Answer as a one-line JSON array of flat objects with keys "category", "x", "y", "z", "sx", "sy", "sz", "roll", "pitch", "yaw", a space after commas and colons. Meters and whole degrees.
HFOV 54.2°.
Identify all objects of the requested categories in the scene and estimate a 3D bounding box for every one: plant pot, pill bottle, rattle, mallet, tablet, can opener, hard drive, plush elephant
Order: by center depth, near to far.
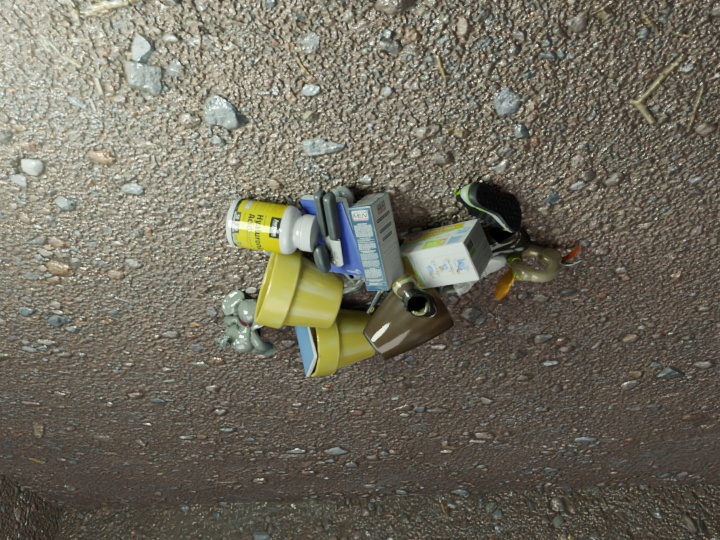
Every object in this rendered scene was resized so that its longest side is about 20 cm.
[{"category": "can opener", "x": -0.077, "y": -0.081, "z": 1.570, "sx": 0.053, "sy": 0.067, "sz": 0.202, "roll": 19, "pitch": 137, "yaw": 29}, {"category": "pill bottle", "x": -0.197, "y": -0.098, "z": 1.607, "sx": 0.197, "sy": 0.113, "sz": 0.112, "roll": 8, "pitch": 147, "yaw": 11}, {"category": "hard drive", "x": -0.056, "y": -0.080, "z": 1.630, "sx": 0.131, "sy": 0.025, "sz": 0.202, "roll": 9, "pitch": 131, "yaw": 40}, {"category": "plant pot", "x": -0.148, "y": 0.058, "z": 1.752, "sx": 0.186, "sy": 0.203, "sz": 0.201, "roll": 18, "pitch": 142, "yaw": -12}, {"category": "rattle", "x": 0.452, "y": 0.010, "z": 1.762, "sx": 0.197, "sy": 0.130, "sz": 0.145, "roll": -9, "pitch": 117, "yaw": -27}, {"category": "mallet", "x": 0.076, "y": 0.027, "z": 1.795, "sx": 0.065, "sy": 0.041, "sz": 0.202, "roll": 13, "pitch": 110, "yaw": -28}, {"category": "plant pot", "x": 0.108, "y": 0.132, "z": 1.822, "sx": 0.199, "sy": 0.187, "sz": 0.188, "roll": -37, "pitch": 143, "yaw": -8}, {"category": "tablet", "x": -0.155, "y": 0.179, "z": 1.958, "sx": 0.013, "sy": 0.202, "sz": 0.131, "roll": -4, "pitch": 148, "yaw": -20}, {"category": "plush elephant", "x": -0.311, "y": 0.141, "z": 1.967, "sx": 0.156, "sy": 0.164, "sz": 0.199, "roll": -57, "pitch": 161, "yaw": 12}, {"category": "plant pot", "x": -0.060, "y": 0.191, "z": 1.990, "sx": 0.186, "sy": 0.203, "sz": 0.202, "roll": -3, "pitch": 148, "yaw": -20}]

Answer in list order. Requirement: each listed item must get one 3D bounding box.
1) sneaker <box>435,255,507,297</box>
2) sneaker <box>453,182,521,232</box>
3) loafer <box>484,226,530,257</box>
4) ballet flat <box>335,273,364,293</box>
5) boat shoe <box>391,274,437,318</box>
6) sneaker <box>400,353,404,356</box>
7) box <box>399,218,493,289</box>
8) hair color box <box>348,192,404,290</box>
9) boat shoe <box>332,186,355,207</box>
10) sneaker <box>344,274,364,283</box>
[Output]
[{"category": "sneaker", "x": 0.283, "y": 0.015, "z": 1.800, "sx": 0.198, "sy": 0.101, "sz": 0.075, "roll": -19, "pitch": 139, "yaw": 24}, {"category": "sneaker", "x": 0.293, "y": -0.149, "z": 1.616, "sx": 0.199, "sy": 0.073, "sz": 0.082, "roll": 30, "pitch": 162, "yaw": -35}, {"category": "loafer", "x": 0.311, "y": -0.073, "z": 1.711, "sx": 0.197, "sy": 0.074, "sz": 0.072, "roll": -15, "pitch": 133, "yaw": 14}, {"category": "ballet flat", "x": -0.087, "y": 0.037, "z": 1.872, "sx": 0.197, "sy": 0.073, "sz": 0.072, "roll": -17, "pitch": 142, "yaw": 23}, {"category": "boat shoe", "x": 0.133, "y": 0.079, "z": 1.650, "sx": 0.073, "sy": 0.065, "sz": 0.200, "roll": -34, "pitch": 146, "yaw": 13}, {"category": "sneaker", "x": 0.085, "y": 0.177, "z": 1.963, "sx": 0.079, "sy": 0.200, "sz": 0.078, "roll": 9, "pitch": 109, "yaw": -7}, {"category": "box", "x": 0.194, "y": -0.035, "z": 1.662, "sx": 0.198, "sy": 0.113, "sz": 0.102, "roll": -11, "pitch": 117, "yaw": 37}, {"category": "hair color box", "x": 0.039, "y": -0.066, "z": 1.604, "sx": 0.060, "sy": 0.100, "sz": 0.203, "roll": -1, "pitch": 113, "yaw": 29}, {"category": "boat shoe", "x": -0.034, "y": -0.122, "z": 1.651, "sx": 0.062, "sy": 0.072, "sz": 0.202, "roll": -33, "pitch": 148, "yaw": -30}, {"category": "sneaker", "x": 0.000, "y": 0.000, "z": 1.795, "sx": 0.198, "sy": 0.088, "sz": 0.074, "roll": 24, "pitch": 137, "yaw": -31}]
